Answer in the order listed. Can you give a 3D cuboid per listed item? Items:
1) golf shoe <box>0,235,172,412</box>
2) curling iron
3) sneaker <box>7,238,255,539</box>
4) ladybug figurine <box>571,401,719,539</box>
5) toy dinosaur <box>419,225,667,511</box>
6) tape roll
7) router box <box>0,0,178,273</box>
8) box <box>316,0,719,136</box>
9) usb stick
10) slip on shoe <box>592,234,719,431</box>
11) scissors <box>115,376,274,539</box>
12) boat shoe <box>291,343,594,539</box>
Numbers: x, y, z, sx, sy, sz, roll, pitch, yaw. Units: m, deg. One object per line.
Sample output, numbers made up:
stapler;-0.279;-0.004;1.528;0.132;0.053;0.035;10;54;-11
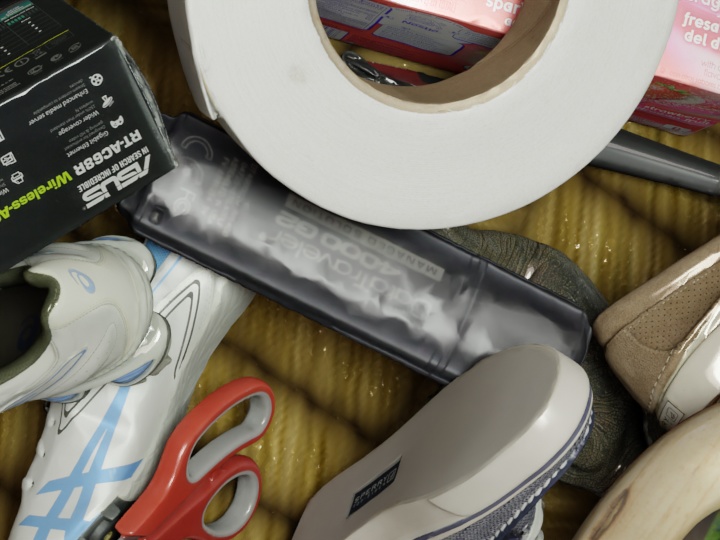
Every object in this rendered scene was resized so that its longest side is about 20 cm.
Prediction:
golf shoe;-0.175;0.038;0.950;0.199;0.097;0.079;-27;77;15
curling iron;0.072;-0.057;1.067;0.199;0.026;0.050;13;47;-14
sneaker;-0.105;0.056;1.009;0.072;0.072;0.201;24;83;13
ladybug figurine;0.143;0.124;0.966;0.135;0.072;0.200;35;101;-12
toy dinosaur;0.078;0.041;1.052;0.102;0.077;0.201;-33;88;-24
tape roll;0.025;-0.115;0.937;0.201;0.037;0.204;-5;107;-16
router box;-0.187;-0.036;0.946;0.199;0.150;0.062;-31;120;-12
box;0.073;-0.131;1.037;0.199;0.103;0.095;14;83;-10
usb stick;0.000;0.000;0.983;0.199;0.033;0.056;26;77;-9
slip on shoe;0.181;-0.017;1.017;0.200;0.076;0.061;-44;73;-8
scissors;-0.096;0.106;0.967;0.200;0.014;0.074;-32;136;-47
boat shoe;0.052;0.102;0.981;0.093;0.200;0.075;35;52;-15
